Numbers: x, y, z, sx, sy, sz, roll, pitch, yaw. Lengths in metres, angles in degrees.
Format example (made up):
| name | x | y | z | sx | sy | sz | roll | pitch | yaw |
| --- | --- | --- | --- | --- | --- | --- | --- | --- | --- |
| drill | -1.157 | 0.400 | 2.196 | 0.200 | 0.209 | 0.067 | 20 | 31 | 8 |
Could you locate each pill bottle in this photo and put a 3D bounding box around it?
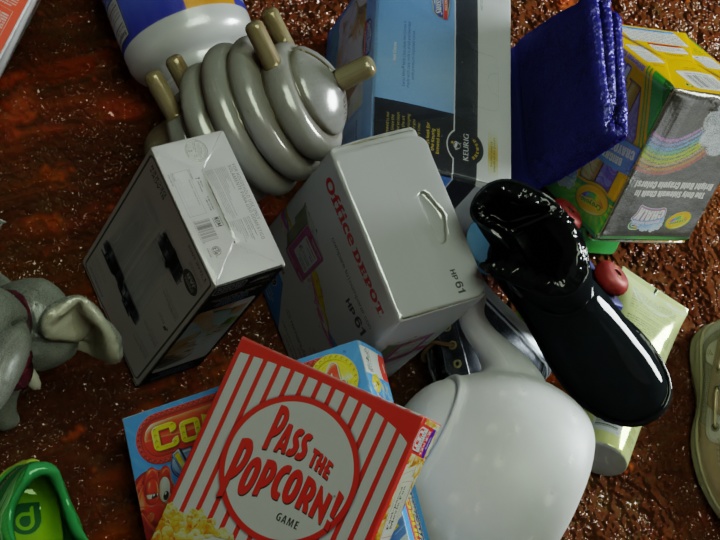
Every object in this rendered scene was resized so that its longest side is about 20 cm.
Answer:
| name | x | y | z | sx | sy | sz | roll | pitch | yaw |
| --- | --- | --- | --- | --- | --- | --- | --- | --- | --- |
| pill bottle | -0.156 | -0.223 | 1.322 | 0.112 | 0.112 | 0.201 | -15 | 75 | -29 |

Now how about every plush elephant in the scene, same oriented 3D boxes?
| name | x | y | z | sx | sy | sz | roll | pitch | yaw |
| --- | --- | --- | --- | --- | --- | --- | --- | --- | --- |
| plush elephant | -0.271 | 0.053 | 1.136 | 0.155 | 0.164 | 0.201 | 26 | 90 | -53 |

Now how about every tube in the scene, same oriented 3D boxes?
| name | x | y | z | sx | sy | sz | roll | pitch | yaw |
| --- | --- | --- | --- | --- | --- | --- | --- | --- | --- |
| tube | 0.240 | 0.090 | 1.406 | 0.058 | 0.052 | 0.200 | 61 | 41 | -41 |

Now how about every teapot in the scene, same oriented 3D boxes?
| name | x | y | z | sx | sy | sz | roll | pitch | yaw |
| --- | --- | --- | --- | --- | --- | --- | --- | --- | --- |
| teapot | 0.075 | 0.156 | 1.217 | 0.146 | 0.198 | 0.200 | 31 | 27 | -9 |

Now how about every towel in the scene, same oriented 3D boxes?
| name | x | y | z | sx | sy | sz | roll | pitch | yaw |
| --- | --- | --- | --- | --- | --- | --- | --- | --- | --- |
| towel | 0.160 | -0.138 | 1.380 | 0.049 | 0.200 | 0.148 | 11 | 64 | -31 |

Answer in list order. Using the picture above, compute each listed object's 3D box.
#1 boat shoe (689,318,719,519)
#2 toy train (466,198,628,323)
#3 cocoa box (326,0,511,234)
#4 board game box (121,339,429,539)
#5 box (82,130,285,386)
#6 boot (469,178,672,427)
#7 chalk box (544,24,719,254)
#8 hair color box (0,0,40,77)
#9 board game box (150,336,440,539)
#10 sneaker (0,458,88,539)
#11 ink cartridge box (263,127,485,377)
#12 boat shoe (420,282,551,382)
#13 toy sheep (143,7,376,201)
| name | x | y | z | sx | sy | sz | roll | pitch | yaw |
| --- | --- | --- | --- | --- | --- | --- | --- | --- | --- |
| boat shoe | 0.343 | 0.134 | 1.419 | 0.072 | 0.065 | 0.201 | 10 | 64 | -21 |
| toy train | 0.173 | 0.031 | 1.325 | 0.116 | 0.085 | 0.200 | -1 | 52 | -57 |
| cocoa box | 0.046 | -0.141 | 1.366 | 0.131 | 0.133 | 0.201 | 12 | 63 | -19 |
| board game box | -0.059 | 0.176 | 1.151 | 0.199 | 0.056 | 0.197 | -20 | 71 | 13 |
| box | -0.138 | -0.005 | 1.181 | 0.060 | 0.200 | 0.117 | -18 | 74 | -31 |
| boot | 0.158 | 0.029 | 1.187 | 0.076 | 0.168 | 0.200 | -38 | 76 | 1 |
| chalk box | 0.244 | -0.105 | 1.422 | 0.124 | 0.201 | 0.124 | 1 | 36 | -37 |
| hair color box | -0.292 | -0.222 | 1.267 | 0.061 | 0.102 | 0.201 | 26 | 58 | -11 |
| board game box | -0.054 | 0.167 | 1.096 | 0.151 | 0.046 | 0.201 | 21 | 84 | 22 |
| sneaker | -0.225 | 0.228 | 1.103 | 0.074 | 0.084 | 0.201 | -5 | 70 | -27 |
| ink cartridge box | 0.000 | 0.000 | 1.241 | 0.084 | 0.200 | 0.145 | -15 | 74 | -30 |
| boat shoe | 0.072 | 0.049 | 1.328 | 0.200 | 0.071 | 0.091 | 39 | 53 | -6 |
| toy sheep | -0.080 | -0.121 | 1.212 | 0.138 | 0.199 | 0.138 | 48 | 29 | -40 |
